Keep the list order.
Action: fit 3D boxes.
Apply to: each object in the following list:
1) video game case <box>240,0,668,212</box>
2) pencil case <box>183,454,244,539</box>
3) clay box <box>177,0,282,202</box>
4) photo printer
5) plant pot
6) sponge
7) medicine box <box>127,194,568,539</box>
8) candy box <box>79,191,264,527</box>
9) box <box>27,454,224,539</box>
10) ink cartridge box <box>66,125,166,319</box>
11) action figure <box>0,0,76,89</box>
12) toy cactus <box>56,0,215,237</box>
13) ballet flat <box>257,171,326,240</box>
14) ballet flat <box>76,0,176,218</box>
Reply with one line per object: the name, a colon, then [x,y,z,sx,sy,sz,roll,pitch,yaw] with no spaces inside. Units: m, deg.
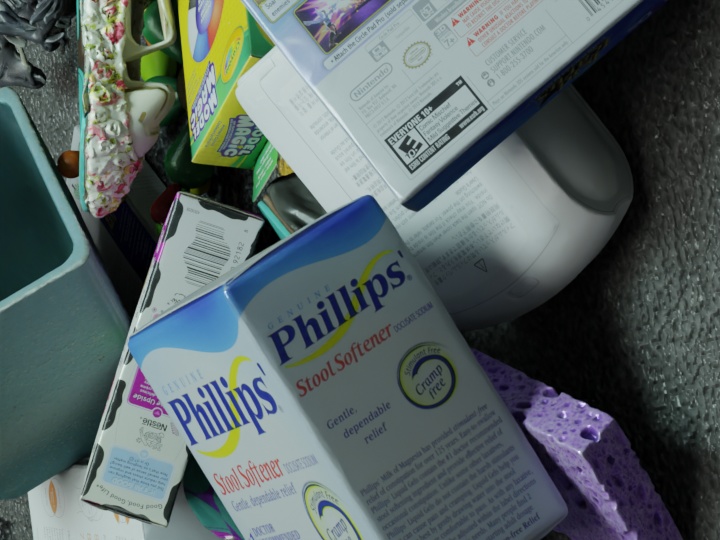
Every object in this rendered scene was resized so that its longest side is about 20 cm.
video game case: [0.045,-0.162,1.345,0.182,0.200,0.045,52,-174,12]
pencil case: [-0.031,0.161,1.693,0.200,0.085,0.093,33,109,54]
clay box: [-0.073,-0.155,1.674,0.115,0.047,0.201,124,147,-50]
photo printer: [0.044,-0.068,1.451,0.200,0.069,0.166,51,137,-1]
plant pot: [-0.251,0.041,1.847,0.197,0.195,0.200,59,180,45]
sponge: [0.086,0.094,1.459,0.200,0.030,0.112,25,153,51]
medicine box: [-0.012,0.082,1.445,0.201,0.103,0.182,57,156,-2]
candy box: [-0.119,0.052,1.714,0.136,0.061,0.201,-162,89,-86]
box: [-0.148,0.189,1.894,0.200,0.097,0.125,-3,95,61]
ink cartridge box: [-0.155,-0.011,1.914,0.200,0.039,0.100,53,140,42]
action figure: [-0.236,-0.206,1.930,0.119,0.102,0.200,-64,7,-29]
toy cactus: [-0.128,-0.121,1.799,0.164,0.102,0.202,-8,82,51]
ballet flat: [0.000,0.000,1.606,0.200,0.068,0.068,59,-179,42]
ballet flat: [-0.150,-0.134,1.737,0.076,0.063,0.202,-24,-67,-82]
